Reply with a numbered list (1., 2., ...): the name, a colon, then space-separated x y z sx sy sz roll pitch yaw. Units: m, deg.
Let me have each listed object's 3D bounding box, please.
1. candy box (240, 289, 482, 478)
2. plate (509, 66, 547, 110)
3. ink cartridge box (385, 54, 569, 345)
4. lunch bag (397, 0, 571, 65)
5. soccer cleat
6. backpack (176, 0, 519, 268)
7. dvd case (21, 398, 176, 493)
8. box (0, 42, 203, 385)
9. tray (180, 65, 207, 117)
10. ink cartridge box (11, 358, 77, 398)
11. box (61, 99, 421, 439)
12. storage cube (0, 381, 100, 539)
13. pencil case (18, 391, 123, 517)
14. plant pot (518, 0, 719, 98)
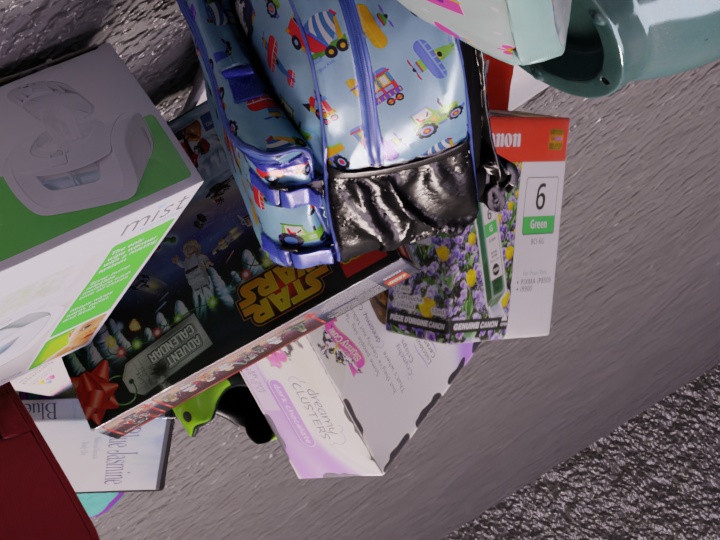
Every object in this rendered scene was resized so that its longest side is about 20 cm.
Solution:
1. candy box: 0.000 0.000 1.607 0.071 0.168 0.200 -6 -148 40
2. plate: 0.077 -0.136 1.772 0.199 0.032 0.200 -33 167 -15
3. ink cartridge box: 0.074 -0.060 1.578 0.109 0.050 0.201 -3 101 -52
4. lunch bag: 0.020 -0.182 1.060 0.122 0.200 0.170 -36 167 -1
5. soccer cleat: -0.047 0.065 1.645 0.199 0.081 0.067 -5 153 -44
6. backpack: -0.013 -0.120 1.265 0.134 0.183 0.200 -18 151 -4
7. dvd case: -0.218 0.112 1.655 0.199 0.018 0.143 -2 157 -8
8. box: -0.206 -0.007 1.327 0.200 0.097 0.177 -26 166 -38
9. tray: -0.019 -0.146 1.496 0.200 0.022 0.107 -30 167 -29
10. ink cartridge box: -0.159 0.018 1.602 0.117 0.067 0.200 -38 168 7
11. box: -0.083 -0.015 1.452 0.199 0.137 0.040 -29 162 12
12. storage cube: -0.282 0.141 1.431 0.179 0.200 0.171 -14 156 -46
13. pencil case: -0.193 0.107 1.796 0.092 0.085 0.200 -47 171 -19
14. plant pot: 0.123 -0.172 1.319 0.134 0.200 0.200 -46 171 -20
